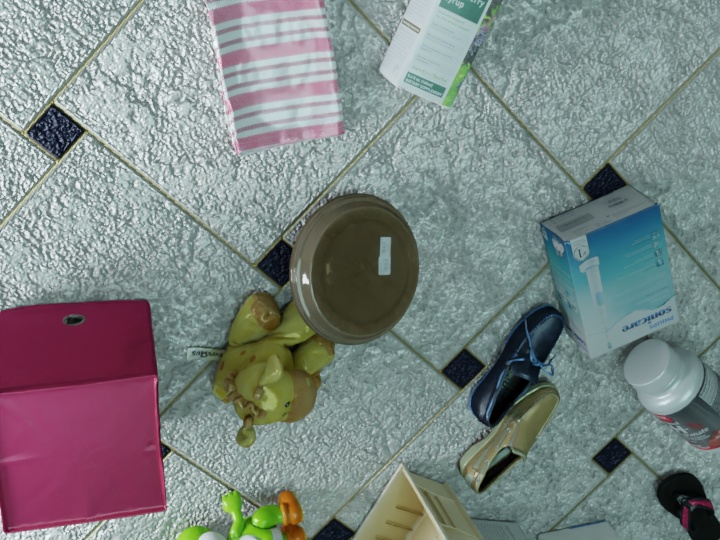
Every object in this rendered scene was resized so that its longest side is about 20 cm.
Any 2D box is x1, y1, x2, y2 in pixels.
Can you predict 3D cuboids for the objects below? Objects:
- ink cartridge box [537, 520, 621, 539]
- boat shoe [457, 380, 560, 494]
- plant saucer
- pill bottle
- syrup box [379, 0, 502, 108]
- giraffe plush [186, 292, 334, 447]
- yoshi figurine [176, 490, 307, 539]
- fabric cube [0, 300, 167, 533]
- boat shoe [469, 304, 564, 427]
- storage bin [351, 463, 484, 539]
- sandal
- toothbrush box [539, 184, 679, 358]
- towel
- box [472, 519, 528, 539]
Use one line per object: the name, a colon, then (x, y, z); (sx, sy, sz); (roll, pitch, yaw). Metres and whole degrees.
ink cartridge box: (0.370, 0.540, 1.645); (0.128, 0.125, 0.201); (-9, 115, -12)
boat shoe: (0.235, 0.258, 1.505); (0.072, 0.076, 0.200); (33, 101, -26)
plant saucer: (0.000, 0.000, 1.303); (0.200, 0.029, 0.201); (-4, 97, -32)
pill bottle: (0.496, 0.188, 1.529); (0.200, 0.111, 0.111); (36, 100, -27)
syrup box: (0.107, -0.309, 1.206); (0.079, 0.081, 0.200); (19, 109, -24)
giraffe plush: (-0.118, 0.136, 1.297); (0.199, 0.162, 0.173); (-13, 117, -11)
yoshi figurine: (-0.186, 0.386, 1.449); (0.199, 0.113, 0.112); (-16, 159, -24)
fabric cube: (-0.346, 0.171, 1.228); (0.196, 0.199, 0.201); (-4, 115, -13)
boat shoe: (0.241, 0.147, 1.460); (0.084, 0.069, 0.200); (22, 106, -24)
storage bin: (0.078, 0.433, 1.472); (0.094, 0.199, 0.200); (24, 105, -28)
sandal: (0.568, 0.411, 1.688); (0.075, 0.045, 0.200); (-38, 118, 4)
toothbrush box: (0.355, 0.003, 1.418); (0.146, 0.085, 0.200); (-23, 117, -6)
towel: (-0.099, -0.246, 1.205); (0.146, 0.030, 0.201); (-13, 116, -11)
box: (0.196, 0.525, 1.546); (0.130, 0.200, 0.199); (9, 111, -19)
